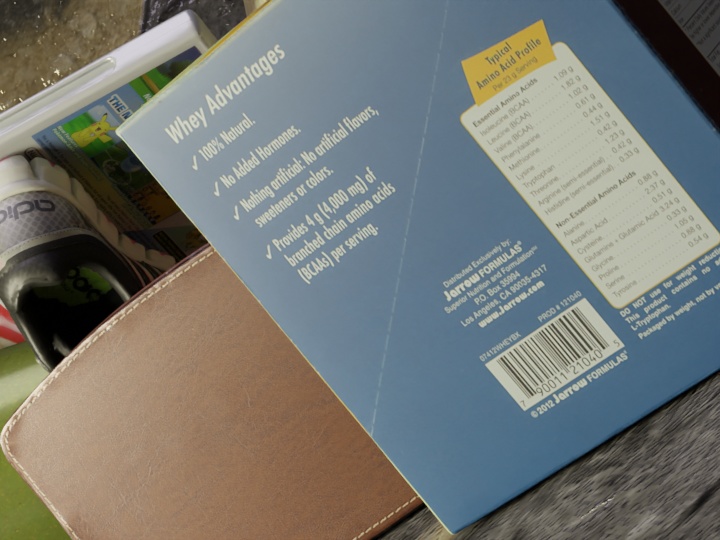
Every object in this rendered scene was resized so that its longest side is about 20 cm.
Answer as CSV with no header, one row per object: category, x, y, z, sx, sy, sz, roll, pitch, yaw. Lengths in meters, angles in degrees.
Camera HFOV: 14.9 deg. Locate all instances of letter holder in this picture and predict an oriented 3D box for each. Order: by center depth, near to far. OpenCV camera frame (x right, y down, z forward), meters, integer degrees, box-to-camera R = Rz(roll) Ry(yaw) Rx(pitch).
letter holder,-0.037,0.051,1.190,0.200,0.142,0.101,-37,6,26

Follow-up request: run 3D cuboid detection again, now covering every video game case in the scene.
video game case,-0.123,-0.038,1.457,0.182,0.022,0.200,-28,-36,8

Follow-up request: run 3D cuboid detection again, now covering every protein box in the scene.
protein box,0.061,-0.050,1.028,0.199,0.200,0.135,-36,6,34

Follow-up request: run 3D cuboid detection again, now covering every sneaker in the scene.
sneaker,-0.130,0.026,1.425,0.074,0.200,0.087,-29,46,16

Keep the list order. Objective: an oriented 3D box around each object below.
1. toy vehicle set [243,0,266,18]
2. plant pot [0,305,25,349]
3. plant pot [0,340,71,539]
toy vehicle set,0.015,-0.078,1.369,0.027,0.124,0.200,119,147,-45
plant pot,-0.130,0.027,1.776,0.183,0.200,0.200,-51,9,-21
plant pot,-0.191,0.116,1.603,0.190,0.200,0.200,-28,6,2
